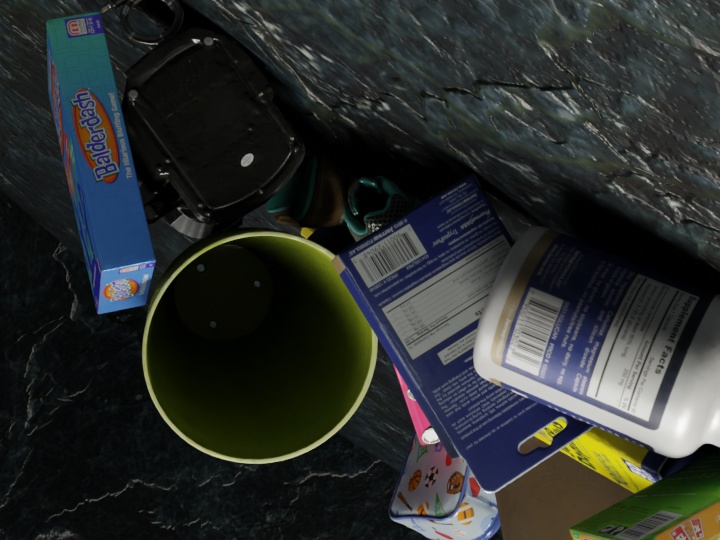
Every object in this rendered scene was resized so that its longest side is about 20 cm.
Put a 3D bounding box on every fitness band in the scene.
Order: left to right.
[{"bbox_3d":[0.047,0.091,1.516,0.144,0.037,0.200,-106,-3,-47],"label":"fitness band"}]

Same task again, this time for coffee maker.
[{"bbox_3d":[-0.142,-0.127,1.227,0.200,0.134,0.193,166,91,-75],"label":"coffee maker"}]

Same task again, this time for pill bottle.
[{"bbox_3d":[0.184,0.055,0.961,0.199,0.111,0.111,23,166,18],"label":"pill bottle"}]

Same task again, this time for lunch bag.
[{"bbox_3d":[0.110,0.192,1.586,0.075,0.201,0.160,29,160,-22],"label":"lunch bag"}]

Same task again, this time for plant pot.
[{"bbox_3d":[-0.099,0.041,1.236,0.187,0.187,0.200,39,-179,-18],"label":"plant pot"},{"bbox_3d":[0.198,0.213,1.262,0.199,0.175,0.201,4,145,3],"label":"plant pot"}]

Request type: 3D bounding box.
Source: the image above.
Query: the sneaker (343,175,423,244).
[{"bbox_3d":[0.023,-0.042,1.159,0.091,0.078,0.200,50,176,-18],"label":"sneaker"}]

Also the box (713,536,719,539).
[{"bbox_3d":[0.305,0.258,1.045,0.193,0.122,0.200,53,130,7],"label":"box"}]

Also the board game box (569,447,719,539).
[{"bbox_3d":[0.246,0.144,0.984,0.030,0.199,0.095,64,164,-5],"label":"board game box"}]

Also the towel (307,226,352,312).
[{"bbox_3d":[0.000,0.000,1.309,0.049,0.112,0.200,52,163,-21],"label":"towel"}]

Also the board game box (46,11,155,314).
[{"bbox_3d":[-0.206,-0.080,1.154,0.152,0.045,0.201,127,130,-72],"label":"board game box"}]

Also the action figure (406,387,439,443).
[{"bbox_3d":[0.058,0.068,1.232,0.200,0.054,0.119,-92,-13,-66],"label":"action figure"}]

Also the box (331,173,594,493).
[{"bbox_3d":[0.081,0.046,1.048,0.201,0.121,0.032,59,165,5],"label":"box"}]

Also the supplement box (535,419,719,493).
[{"bbox_3d":[0.185,0.086,1.124,0.200,0.110,0.109,28,167,36],"label":"supplement box"}]

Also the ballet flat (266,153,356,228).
[{"bbox_3d":[-0.031,-0.062,1.303,0.072,0.068,0.200,17,174,-13],"label":"ballet flat"}]

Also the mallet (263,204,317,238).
[{"bbox_3d":[-0.054,-0.030,1.489,0.041,0.066,0.200,-4,-155,-44],"label":"mallet"}]
